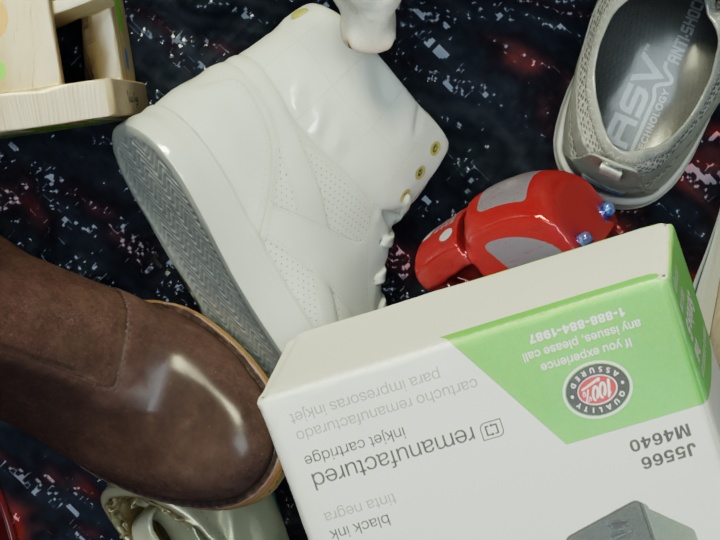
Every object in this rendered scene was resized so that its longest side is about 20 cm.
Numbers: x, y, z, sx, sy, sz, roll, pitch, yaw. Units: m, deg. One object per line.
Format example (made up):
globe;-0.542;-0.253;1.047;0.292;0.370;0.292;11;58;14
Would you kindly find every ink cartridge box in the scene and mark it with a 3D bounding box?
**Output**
ink cartridge box;0.068;0.104;0.957;0.145;0.084;0.201;-17;101;10

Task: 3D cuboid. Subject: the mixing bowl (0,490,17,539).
mixing bowl;-0.233;0.128;1.036;0.199;0.108;0.201;0;93;2

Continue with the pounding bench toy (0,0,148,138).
pounding bench toy;-0.155;-0.122;0.975;0.124;0.200;0.157;-8;93;2

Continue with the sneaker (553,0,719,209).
sneaker;0.130;-0.116;1.027;0.074;0.082;0.201;17;93;0

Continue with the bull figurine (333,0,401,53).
bull figurine;-0.038;-0.166;1.005;0.065;0.121;0.200;-33;90;-13

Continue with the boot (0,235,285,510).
boot;-0.135;0.026;0.972;0.200;0.166;0.073;29;97;24

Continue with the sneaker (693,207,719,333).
sneaker;0.160;0.001;1.038;0.073;0.071;0.201;6;95;1

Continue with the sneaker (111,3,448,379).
sneaker;0.000;0.000;1.040;0.115;0.074;0.200;-38;118;-25

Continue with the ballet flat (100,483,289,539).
ballet flat;-0.039;0.156;1.048;0.069;0.069;0.201;-27;85;2

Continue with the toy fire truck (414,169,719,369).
toy fire truck;0.129;0.034;1.000;0.141;0.049;0.200;-35;96;30
